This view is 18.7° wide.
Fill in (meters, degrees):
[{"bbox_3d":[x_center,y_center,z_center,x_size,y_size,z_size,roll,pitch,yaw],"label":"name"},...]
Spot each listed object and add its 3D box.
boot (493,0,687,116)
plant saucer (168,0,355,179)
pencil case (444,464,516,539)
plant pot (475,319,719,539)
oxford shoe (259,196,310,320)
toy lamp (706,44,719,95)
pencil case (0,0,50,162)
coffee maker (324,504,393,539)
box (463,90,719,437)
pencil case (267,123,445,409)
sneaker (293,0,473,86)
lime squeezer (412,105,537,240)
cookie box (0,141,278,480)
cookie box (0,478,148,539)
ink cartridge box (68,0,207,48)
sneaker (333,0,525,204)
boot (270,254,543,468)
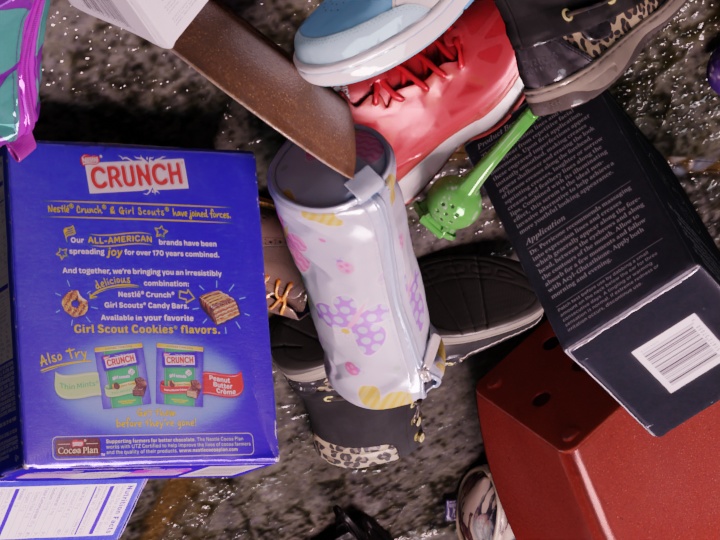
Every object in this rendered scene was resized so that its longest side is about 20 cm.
[{"bbox_3d":[0.126,-0.202,1.333,0.073,0.200,0.151,-13,117,43],"label":"boot"},{"bbox_3d":[-0.074,-0.126,1.254,0.037,0.200,0.200,-53,136,4],"label":"plant saucer"},{"bbox_3d":[0.172,0.209,1.842,0.200,0.078,0.090,5,121,-32],"label":"pencil case"},{"bbox_3d":[0.205,0.126,1.659,0.200,0.200,0.176,-40,124,-11],"label":"plant pot"},{"bbox_3d":[-0.068,-0.006,1.480,0.200,0.073,0.071,-5,138,-21],"label":"oxford shoe"},{"bbox_3d":[0.247,-0.196,1.439,0.058,0.058,0.200,-23,144,-2],"label":"toy lamp"},{"bbox_3d":[-0.206,-0.160,1.221,0.085,0.092,0.200,-50,166,-45],"label":"pencil case"},{"bbox_3d":[-0.053,0.295,1.809,0.200,0.135,0.192,-31,118,7],"label":"coffee maker"},{"bbox_3d":[0.178,-0.014,1.495,0.107,0.200,0.148,-34,140,13],"label":"box"},{"bbox_3d":[0.000,0.000,1.411,0.083,0.091,0.200,-26,133,-11],"label":"pencil case"},{"bbox_3d":[0.021,-0.201,1.174,0.200,0.080,0.131,-41,126,-11],"label":"sneaker"},{"bbox_3d":[0.061,-0.052,1.448,0.038,0.071,0.200,24,157,-8],"label":"lime squeezer"},{"bbox_3d":[-0.146,0.026,1.363,0.171,0.200,0.075,2,167,-28],"label":"cookie box"},{"bbox_3d":[-0.256,0.089,1.417,0.200,0.171,0.075,1,139,-29],"label":"cookie box"},{"bbox_3d":[-0.100,-0.249,1.110,0.200,0.084,0.176,-52,143,-14],"label":"ink cartridge box"},{"bbox_3d":[0.029,-0.121,1.396,0.115,0.078,0.200,12,128,-38],"label":"sneaker"},{"bbox_3d":[0.043,0.070,1.626,0.203,0.074,0.154,-15,143,-1],"label":"boot"}]
